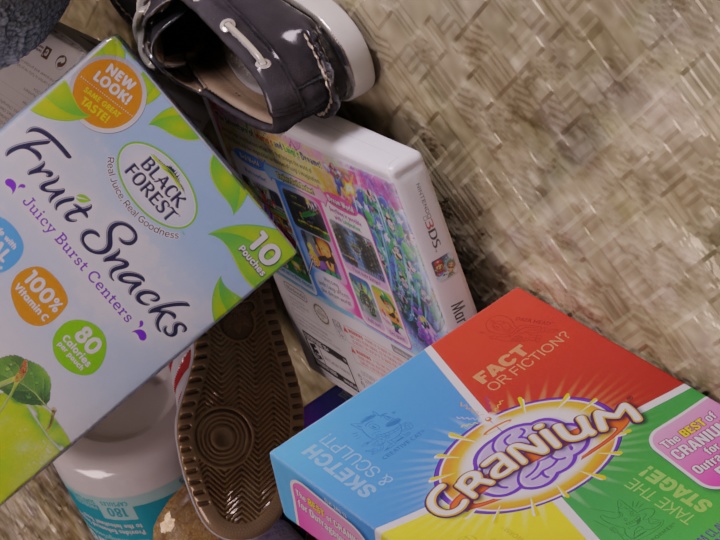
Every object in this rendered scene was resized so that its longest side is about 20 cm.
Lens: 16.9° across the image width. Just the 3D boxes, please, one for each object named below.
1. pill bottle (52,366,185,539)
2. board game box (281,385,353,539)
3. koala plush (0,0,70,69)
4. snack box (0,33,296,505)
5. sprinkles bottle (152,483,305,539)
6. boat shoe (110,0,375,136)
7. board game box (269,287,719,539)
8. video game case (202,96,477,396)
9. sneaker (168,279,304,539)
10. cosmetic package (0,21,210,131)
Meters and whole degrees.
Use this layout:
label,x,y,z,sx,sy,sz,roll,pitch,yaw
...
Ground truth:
label,x,y,z,sx,sy,sz,roll,pitch,yaw
pill bottle,-0.112,0.146,1.501,0.111,0.111,0.200,32,153,43
board game box,0.034,0.172,1.354,0.200,0.045,0.135,47,155,20
koala plush,-0.193,-0.209,1.163,0.184,0.177,0.200,54,148,6
snack box,-0.152,0.000,1.209,0.142,0.200,0.053,50,-177,-8
sprinkles bottle,-0.033,0.197,1.370,0.200,0.068,0.068,44,153,27
boat shoe,-0.076,-0.117,1.180,0.200,0.060,0.074,32,147,42
board game box,0.081,0.097,1.041,0.200,0.153,0.040,31,144,43
video game case,0.000,0.000,1.211,0.200,0.024,0.182,29,144,56
sneaker,-0.083,0.057,1.345,0.112,0.071,0.200,137,128,-68
cosmetic package,-0.180,-0.028,1.293,0.085,0.200,0.108,35,-173,39
